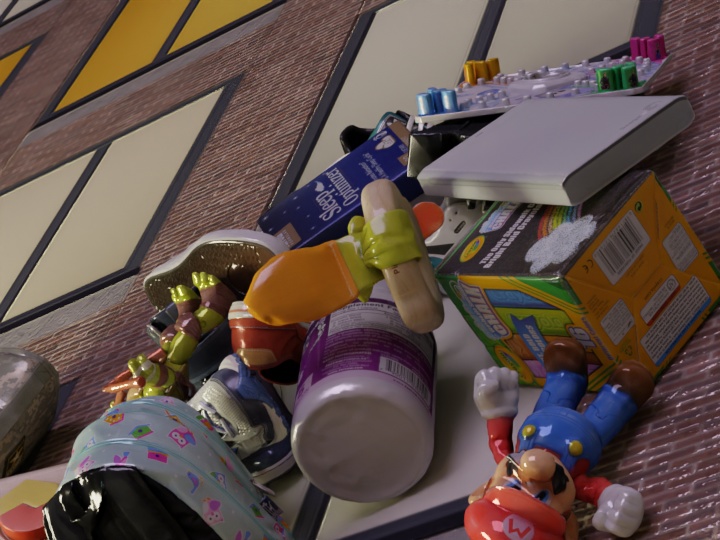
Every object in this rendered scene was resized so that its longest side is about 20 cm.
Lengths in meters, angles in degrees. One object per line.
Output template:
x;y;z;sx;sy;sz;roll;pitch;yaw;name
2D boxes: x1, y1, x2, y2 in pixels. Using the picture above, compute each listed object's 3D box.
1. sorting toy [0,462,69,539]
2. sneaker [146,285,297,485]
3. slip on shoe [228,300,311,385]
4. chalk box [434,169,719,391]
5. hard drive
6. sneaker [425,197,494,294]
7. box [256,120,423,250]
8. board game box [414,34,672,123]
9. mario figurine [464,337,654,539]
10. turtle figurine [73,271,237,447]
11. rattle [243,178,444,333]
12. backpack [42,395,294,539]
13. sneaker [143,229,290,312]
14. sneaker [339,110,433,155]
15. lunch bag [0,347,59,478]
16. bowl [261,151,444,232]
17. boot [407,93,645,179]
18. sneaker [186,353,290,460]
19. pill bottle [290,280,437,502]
-0.228;0.221;1.612;0.200;0.036;0.185;-17;44;-1;sorting toy
-0.118;0.094;1.704;0.077;0.146;0.202;-34;24;-1;sneaker
-0.065;0.068;1.675;0.074;0.061;0.200;0;-10;13;slip on shoe
0.154;0.008;1.523;0.125;0.124;0.200;-47;24;-23;chalk box
0.148;-0.095;1.543;0.132;0.026;0.200;-35;19;-23;hard drive
0.117;-0.049;1.728;0.200;0.089;0.074;-25;24;21;sneaker
-0.024;-0.056;1.821;0.200;0.032;0.121;-37;24;1;box
0.166;-0.173;1.767;0.200;0.026;0.200;-6;12;18;board game box
0.136;0.120;1.355;0.123;0.106;0.200;-14;30;38;mario figurine
-0.159;0.080;1.610;0.161;0.064;0.200;-60;2;-26;turtle figurine
0.000;0.000;1.583;0.143;0.130;0.200;-37;12;9;rattle
-0.141;0.195;1.467;0.167;0.200;0.127;-26;24;22;backpack
-0.114;-0.013;1.786;0.085;0.073;0.200;-39;17;-36;sneaker
0.052;-0.117;1.953;0.200;0.080;0.071;-6;37;49;sneaker
-0.397;0.169;1.978;0.200;0.118;0.164;-17;28;47;lunch bag
-0.004;-0.028;1.869;0.200;0.075;0.200;-46;25;-25;bowl
0.147;-0.120;1.729;0.165;0.066;0.200;-6;8;25;boot
-0.117;0.131;1.555;0.085;0.077;0.200;-36;-7;-23;sneaker
0.006;0.086;1.585;0.112;0.112;0.200;-28;23;17;pill bottle
